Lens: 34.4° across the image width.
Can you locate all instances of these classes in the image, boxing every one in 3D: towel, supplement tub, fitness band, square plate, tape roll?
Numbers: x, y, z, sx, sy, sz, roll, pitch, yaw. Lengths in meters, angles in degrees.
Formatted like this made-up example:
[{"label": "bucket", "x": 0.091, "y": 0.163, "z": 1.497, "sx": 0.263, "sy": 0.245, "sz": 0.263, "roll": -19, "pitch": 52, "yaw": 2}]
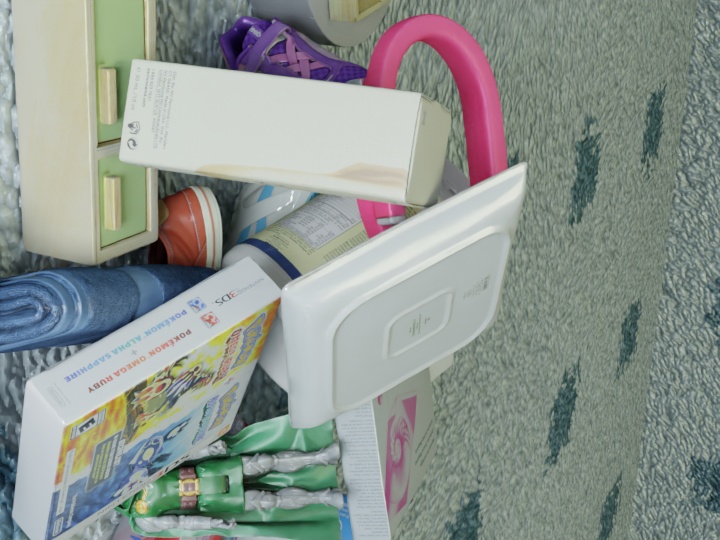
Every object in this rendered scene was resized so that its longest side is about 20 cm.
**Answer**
[{"label": "towel", "x": -0.182, "y": 0.023, "z": 0.804, "sx": 0.200, "sy": 0.112, "sz": 0.049, "roll": -2, "pitch": 80, "yaw": -63}, {"label": "supplement tub", "x": 0.000, "y": 0.000, "z": 0.960, "sx": 0.200, "sy": 0.145, "sz": 0.145, "roll": -34, "pitch": 135, "yaw": -23}, {"label": "fitness band", "x": 0.056, "y": -0.092, "z": 0.880, "sx": 0.144, "sy": 0.037, "sz": 0.200, "roll": -8, "pitch": 93, "yaw": -42}, {"label": "square plate", "x": 0.035, "y": 0.029, "z": 0.840, "sx": 0.198, "sy": 0.028, "sz": 0.200, "roll": -28, "pitch": 151, "yaw": -18}, {"label": "tape roll", "x": -0.031, "y": -0.303, "z": 1.039, "sx": 0.200, "sy": 0.066, "sz": 0.200, "roll": -38, "pitch": 134, "yaw": -54}]

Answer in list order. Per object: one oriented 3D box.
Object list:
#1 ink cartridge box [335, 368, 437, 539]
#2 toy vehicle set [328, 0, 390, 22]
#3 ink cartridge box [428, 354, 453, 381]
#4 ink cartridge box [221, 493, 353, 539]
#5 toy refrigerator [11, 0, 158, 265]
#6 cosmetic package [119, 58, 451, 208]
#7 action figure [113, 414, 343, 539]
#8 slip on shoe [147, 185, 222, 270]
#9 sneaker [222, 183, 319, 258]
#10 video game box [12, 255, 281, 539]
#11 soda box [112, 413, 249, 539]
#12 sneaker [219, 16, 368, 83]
[{"label": "ink cartridge box", "x": 0.031, "y": 0.163, "z": 1.070, "sx": 0.196, "sy": 0.043, "sz": 0.200, "roll": -45, "pitch": 129, "yaw": -67}, {"label": "toy vehicle set", "x": 0.008, "y": -0.329, "z": 1.001, "sx": 0.124, "sy": 0.026, "sz": 0.200, "roll": -44, "pitch": 138, "yaw": -51}, {"label": "ink cartridge box", "x": 0.024, "y": 0.003, "z": 1.190, "sx": 0.084, "sy": 0.146, "sz": 0.200, "roll": -26, "pitch": 124, "yaw": -62}, {"label": "ink cartridge box", "x": -0.066, "y": 0.308, "z": 1.129, "sx": 0.085, "sy": 0.144, "sz": 0.200, "roll": 37, "pitch": 67, "yaw": -63}, {"label": "toy refrigerator", "x": -0.183, "y": -0.112, "z": 0.794, "sx": 0.076, "sy": 0.070, "sz": 0.200, "roll": -29, "pitch": 127, "yaw": -59}, {"label": "cosmetic package", "x": -0.048, "y": -0.091, "z": 0.784, "sx": 0.105, "sy": 0.200, "sz": 0.071, "roll": -2, "pitch": 101, "yaw": -73}, {"label": "action figure", "x": -0.116, "y": 0.175, "z": 0.943, "sx": 0.055, "sy": 0.200, "sz": 0.118, "roll": 117, "pitch": -32, "yaw": -73}, {"label": "slip on shoe", "x": -0.149, "y": 0.026, "z": 0.944, "sx": 0.061, "sy": 0.074, "sz": 0.200, "roll": -10, "pitch": 123, "yaw": -24}, {"label": "sneaker", "x": -0.084, "y": -0.025, "z": 1.035, "sx": 0.200, "sy": 0.081, "sz": 0.077, "roll": -53, "pitch": 139, "yaw": -6}, {"label": "video game box", "x": -0.153, "y": 0.098, "z": 0.822, "sx": 0.182, "sy": 0.047, "sz": 0.200, "roll": -35, "pitch": 161, "yaw": -35}, {"label": "soda box", "x": -0.158, "y": 0.214, "z": 0.993, "sx": 0.200, "sy": 0.063, "sz": 0.070, "roll": -69, "pitch": 153, "yaw": -21}, {"label": "sneaker", "x": -0.054, "y": -0.158, "z": 0.938, "sx": 0.080, "sy": 0.200, "sz": 0.088, "roll": -45, "pitch": 128, "yaw": -12}]
